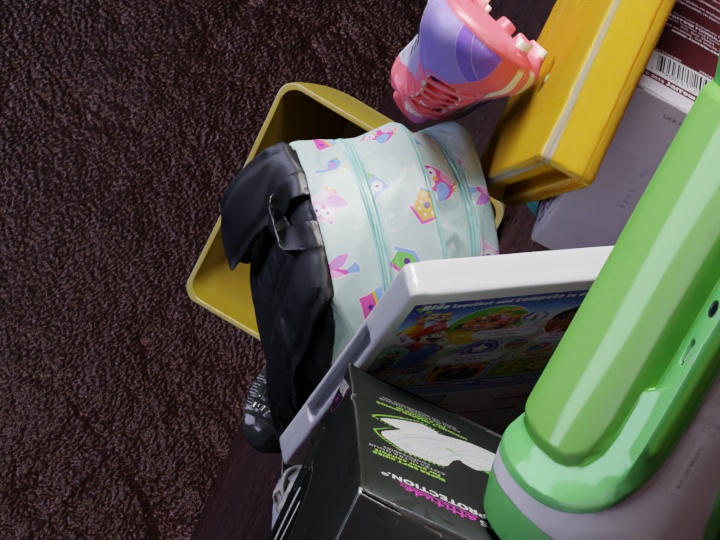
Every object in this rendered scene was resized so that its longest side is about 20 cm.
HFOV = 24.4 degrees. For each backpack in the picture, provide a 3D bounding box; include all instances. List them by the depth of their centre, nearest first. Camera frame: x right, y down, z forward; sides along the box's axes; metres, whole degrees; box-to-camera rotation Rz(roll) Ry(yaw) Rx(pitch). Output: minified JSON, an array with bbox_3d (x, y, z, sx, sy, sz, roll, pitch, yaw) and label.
[{"bbox_3d":[0.000,0.000,0.904,0.200,0.125,0.168,105,145,-63],"label":"backpack"}]

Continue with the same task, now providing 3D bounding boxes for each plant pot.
[{"bbox_3d":[0.004,-0.035,1.387,0.201,0.199,0.176,-62,-6,19],"label":"plant pot"}]

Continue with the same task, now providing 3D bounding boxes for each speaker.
[{"bbox_3d":[0.118,0.012,0.549,0.201,0.088,0.089,-62,6,16],"label":"speaker"}]

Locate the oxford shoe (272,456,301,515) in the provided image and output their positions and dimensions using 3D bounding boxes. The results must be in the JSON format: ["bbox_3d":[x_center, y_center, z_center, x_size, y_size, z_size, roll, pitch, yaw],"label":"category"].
[{"bbox_3d":[-0.023,0.142,0.967,0.076,0.057,0.200,-60,9,11],"label":"oxford shoe"}]

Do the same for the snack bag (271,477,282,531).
[{"bbox_3d":[-0.059,0.251,1.034,0.200,0.021,0.190,-89,3,-62],"label":"snack bag"}]

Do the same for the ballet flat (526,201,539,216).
[{"bbox_3d":[0.138,-0.105,1.025,0.071,0.067,0.201,100,-169,-52],"label":"ballet flat"}]

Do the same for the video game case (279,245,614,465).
[{"bbox_3d":[0.054,0.043,0.796,0.200,0.142,0.018,125,136,-57],"label":"video game case"}]

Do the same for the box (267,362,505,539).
[{"bbox_3d":[0.021,0.145,0.659,0.200,0.123,0.150,-97,32,-82],"label":"box"}]

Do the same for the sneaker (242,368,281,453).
[{"bbox_3d":[-0.004,0.095,1.169,0.199,0.076,0.092,-21,-50,-42],"label":"sneaker"}]

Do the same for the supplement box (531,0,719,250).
[{"bbox_3d":[0.150,-0.098,0.873,0.109,0.060,0.201,-60,6,38],"label":"supplement box"}]

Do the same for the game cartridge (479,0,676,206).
[{"bbox_3d":[0.123,-0.130,0.819,0.201,0.032,0.176,-63,5,-3],"label":"game cartridge"}]

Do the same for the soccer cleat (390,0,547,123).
[{"bbox_3d":[0.048,-0.103,0.856,0.076,0.067,0.200,-45,3,7],"label":"soccer cleat"}]
